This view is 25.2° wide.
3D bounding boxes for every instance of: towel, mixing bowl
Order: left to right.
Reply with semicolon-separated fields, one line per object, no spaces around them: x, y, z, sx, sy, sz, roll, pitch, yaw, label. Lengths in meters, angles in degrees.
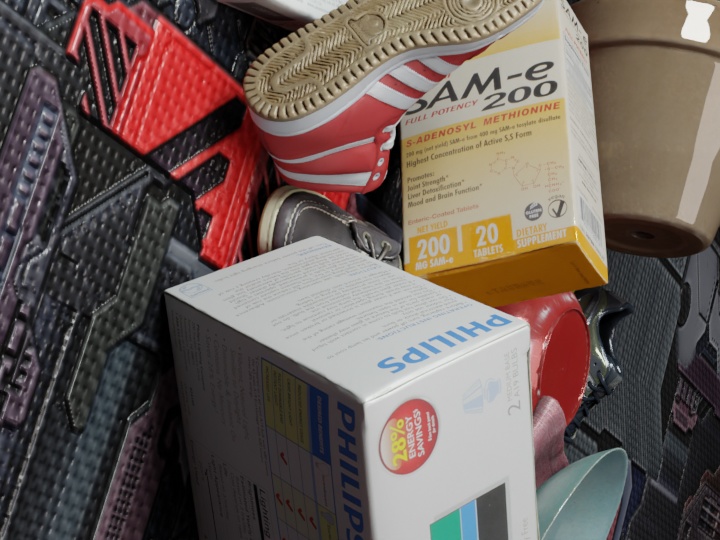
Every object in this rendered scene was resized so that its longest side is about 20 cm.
0.096;0.201;1.168;0.201;0.023;0.144;-57;157;-18;towel
0.112;0.068;1.253;0.200;0.107;0.203;-21;114;-57;mixing bowl

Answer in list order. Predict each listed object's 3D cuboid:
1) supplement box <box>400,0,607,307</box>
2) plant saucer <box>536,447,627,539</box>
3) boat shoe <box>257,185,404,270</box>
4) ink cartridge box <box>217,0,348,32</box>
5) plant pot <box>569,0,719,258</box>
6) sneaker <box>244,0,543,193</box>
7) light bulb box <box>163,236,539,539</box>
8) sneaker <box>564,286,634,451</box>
0.095;-0.082;1.108;0.074;0.125;0.202;42;40;-54;supplement box
0.132;0.212;1.181;0.201;0.038;0.202;-46;152;-33;plant saucer
0.000;0.000;1.081;0.200;0.064;0.073;42;63;-55;boat shoe
-0.025;-0.250;0.994;0.162;0.057;0.202;9;85;-60;ink cartridge box
0.240;-0.110;1.325;0.200;0.198;0.177;34;64;-58;plant pot
0.025;-0.121;0.998;0.199;0.072;0.113;-27;152;-8;sneaker
-0.004;0.109;0.943;0.124;0.199;0.200;-22;118;-32;light bulb box
0.186;0.103;1.416;0.074;0.080;0.202;22;78;-59;sneaker
